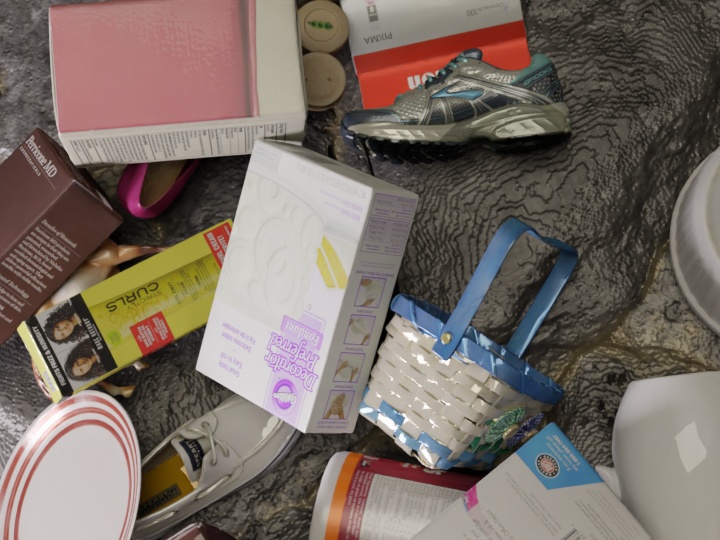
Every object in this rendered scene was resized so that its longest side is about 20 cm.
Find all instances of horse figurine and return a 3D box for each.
[{"bbox_3d":[-0.233,0.034,1.409,0.131,0.050,0.202,21,76,6],"label":"horse figurine"}]

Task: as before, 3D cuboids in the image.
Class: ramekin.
[{"bbox_3d":[0.354,-0.034,1.314,0.200,0.094,0.205,-2,75,8],"label":"ramekin"}]

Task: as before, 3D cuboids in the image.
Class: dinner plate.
[{"bbox_3d":[-0.241,0.199,1.338,0.199,0.024,0.202,-19,61,38],"label":"dinner plate"}]

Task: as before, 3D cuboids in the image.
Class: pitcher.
[{"bbox_3d":[0.237,0.185,1.260,0.170,0.121,0.202,-5,84,-1],"label":"pitcher"}]

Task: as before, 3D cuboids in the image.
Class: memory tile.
[{"bbox_3d":[-0.107,-0.218,1.407,0.198,0.017,0.155,5,77,-4],"label":"memory tile"}]

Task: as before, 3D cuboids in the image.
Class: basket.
[{"bbox_3d":[0.101,0.058,1.291,0.138,0.176,0.201,28,96,25],"label":"basket"}]

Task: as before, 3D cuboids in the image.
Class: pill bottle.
[{"bbox_3d":[0.065,0.214,1.283,0.198,0.110,0.111,9,77,10],"label":"pill bottle"}]

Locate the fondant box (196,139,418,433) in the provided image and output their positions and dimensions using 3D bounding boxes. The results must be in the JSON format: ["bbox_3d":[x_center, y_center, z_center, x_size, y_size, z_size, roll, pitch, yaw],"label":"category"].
[{"bbox_3d":[-0.046,0.012,1.298,0.144,0.058,0.202,24,104,42],"label":"fondant box"}]

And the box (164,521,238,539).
[{"bbox_3d":[-0.127,0.329,1.252,0.163,0.166,0.201,-33,73,-2],"label":"box"}]

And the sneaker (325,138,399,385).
[{"bbox_3d":[0.003,0.000,1.352,0.059,0.104,0.202,-6,74,6],"label":"sneaker"}]

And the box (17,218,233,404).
[{"bbox_3d":[-0.182,0.034,1.358,0.199,0.050,0.076,-27,89,-22],"label":"box"}]

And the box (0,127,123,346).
[{"bbox_3d":[-0.309,-0.014,1.391,0.200,0.075,0.100,-45,44,0],"label":"box"}]

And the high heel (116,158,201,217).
[{"bbox_3d":[-0.141,-0.131,1.409,0.067,0.096,0.201,32,89,-19],"label":"high heel"}]

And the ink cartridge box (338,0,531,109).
[{"bbox_3d":[0.065,-0.228,1.435,0.161,0.057,0.202,-12,69,5],"label":"ink cartridge box"}]

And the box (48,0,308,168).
[{"bbox_3d":[-0.146,-0.155,1.318,0.198,0.128,0.110,-5,83,-5],"label":"box"}]

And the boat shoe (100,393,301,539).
[{"bbox_3d":[-0.132,0.156,1.349,0.199,0.070,0.071,-33,73,-1],"label":"boat shoe"}]

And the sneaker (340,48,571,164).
[{"bbox_3d":[0.080,-0.143,1.395,0.198,0.078,0.087,-5,79,-3],"label":"sneaker"}]

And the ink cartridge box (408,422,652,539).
[{"bbox_3d":[0.100,0.222,1.180,0.199,0.068,0.115,-36,74,-16],"label":"ink cartridge box"}]
